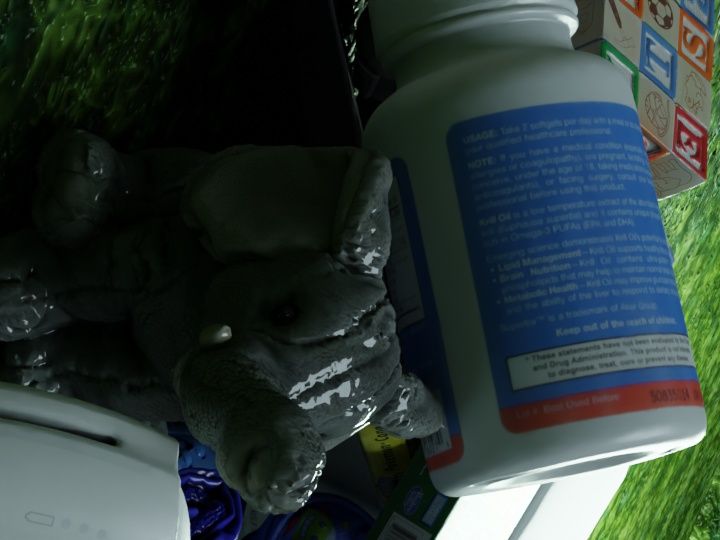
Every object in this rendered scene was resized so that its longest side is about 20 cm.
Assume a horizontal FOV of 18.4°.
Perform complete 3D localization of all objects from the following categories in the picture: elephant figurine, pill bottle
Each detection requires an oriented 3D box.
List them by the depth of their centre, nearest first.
[{"bbox_3d":[-0.031,0.023,0.800,0.141,0.199,0.156,42,67,-43],"label":"elephant figurine"},{"bbox_3d":[0.062,-0.020,0.874,0.112,0.111,0.202,21,57,-73],"label":"pill bottle"}]

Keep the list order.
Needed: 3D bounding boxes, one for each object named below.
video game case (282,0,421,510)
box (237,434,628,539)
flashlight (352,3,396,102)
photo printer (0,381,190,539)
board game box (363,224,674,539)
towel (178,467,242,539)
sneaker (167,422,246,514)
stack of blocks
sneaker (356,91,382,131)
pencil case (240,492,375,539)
[{"bbox_3d":[0.000,0.000,1.004,0.181,0.025,0.201,74,6,-64],"label":"video game case"},{"bbox_3d":[0.039,0.095,1.188,0.199,0.171,0.201,-54,160,-31],"label":"box"},{"bbox_3d":[0.025,-0.125,0.986,0.200,0.067,0.068,111,-7,-73],"label":"flashlight"},{"bbox_3d":[-0.144,0.121,0.715,0.070,0.165,0.201,-100,-159,-56],"label":"photo printer"},{"bbox_3d":[0.072,0.057,0.987,0.201,0.029,0.135,-59,161,-5],"label":"board game box"},{"bbox_3d":[-0.134,0.164,0.849,0.147,0.050,0.200,-6,139,-49],"label":"towel"},{"bbox_3d":[-0.093,0.089,0.970,0.079,0.066,0.200,-61,167,1],"label":"sneaker"},{"bbox_3d":[0.115,-0.143,1.068,0.115,0.058,0.201,34,50,-36],"label":"stack of blocks"},{"bbox_3d":[0.075,-0.014,1.092,0.105,0.199,0.060,-66,-173,-29],"label":"sneaker"},{"bbox_3d":[-0.048,0.179,1.076,0.078,0.087,0.200,-37,175,-38],"label":"pencil case"}]
